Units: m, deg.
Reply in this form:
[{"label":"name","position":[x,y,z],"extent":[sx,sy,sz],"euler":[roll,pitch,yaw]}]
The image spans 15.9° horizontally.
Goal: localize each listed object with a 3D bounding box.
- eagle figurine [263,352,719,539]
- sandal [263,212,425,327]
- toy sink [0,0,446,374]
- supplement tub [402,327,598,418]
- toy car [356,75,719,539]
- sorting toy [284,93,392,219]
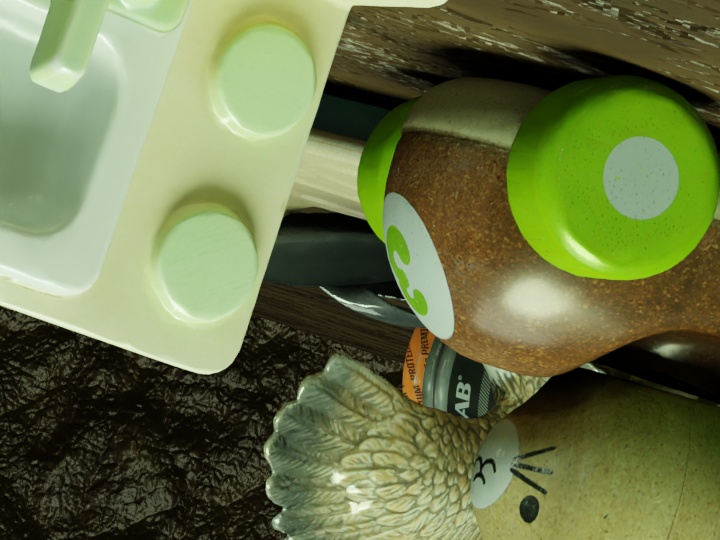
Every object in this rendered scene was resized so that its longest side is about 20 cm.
[{"label":"eagle figurine","position":[0.068,0.066,1.012],"extent":[0.150,0.153,0.200],"euler":[29,-160,15]},{"label":"sandal","position":[-0.001,0.000,1.130],"extent":[0.199,0.043,0.076],"euler":[1,-169,-20]},{"label":"toy sink","position":[-0.087,-0.049,0.643],"extent":[0.130,0.113,0.200],"euler":[20,176,-30]},{"label":"supplement tub","position":[0.119,0.065,1.208],"extent":[0.122,0.123,0.199],"euler":[21,174,-42]},{"label":"toy car","position":[0.062,0.056,0.761],"extent":[0.157,0.201,0.164],"euler":[19,176,-18]},{"label":"sorting toy","position":[0.002,-0.040,0.980],"extent":[0.199,0.037,0.185],"euler":[10,173,33]}]
